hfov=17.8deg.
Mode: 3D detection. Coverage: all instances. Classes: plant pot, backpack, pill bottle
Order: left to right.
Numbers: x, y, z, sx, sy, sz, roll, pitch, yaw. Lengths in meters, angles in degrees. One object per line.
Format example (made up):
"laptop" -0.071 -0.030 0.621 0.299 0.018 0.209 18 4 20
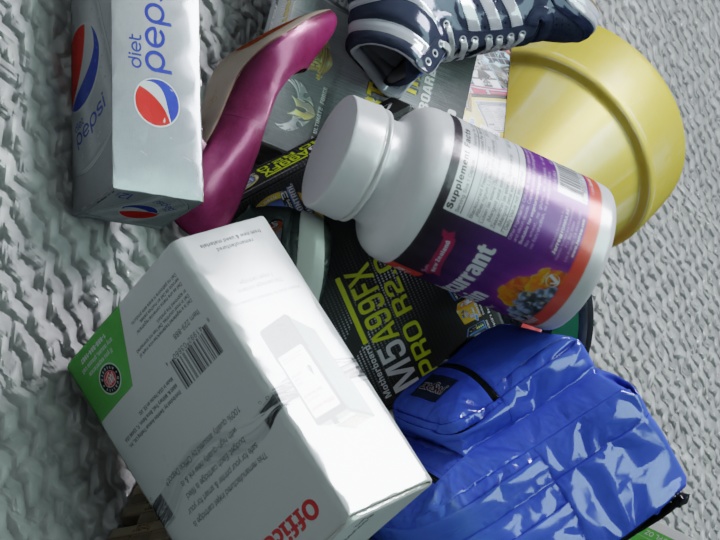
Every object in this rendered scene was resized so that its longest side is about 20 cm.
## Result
"pill bottle" 0.065 -0.044 1.574 0.199 0.111 0.112 23 53 -17
"backpack" 0.092 0.145 1.618 0.200 0.162 0.168 -37 102 -17
"plant pot" 0.140 -0.081 1.905 0.189 0.200 0.202 -43 118 -40

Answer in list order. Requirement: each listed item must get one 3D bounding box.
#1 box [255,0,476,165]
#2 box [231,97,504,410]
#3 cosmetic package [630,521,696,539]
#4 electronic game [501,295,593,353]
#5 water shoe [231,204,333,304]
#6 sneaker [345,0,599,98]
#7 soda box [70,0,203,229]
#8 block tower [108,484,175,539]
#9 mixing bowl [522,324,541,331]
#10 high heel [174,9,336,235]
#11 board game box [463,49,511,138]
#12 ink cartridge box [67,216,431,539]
"box" 0.005 -0.154 1.704 0.158 0.048 0.201 22 71 -24
"box" 0.000 0.000 1.649 0.201 0.160 0.044 67 -13 -20
"cosmetic package" 0.204 0.303 1.848 0.200 0.107 0.085 -54 142 -18
"electronic game" 0.088 0.024 1.741 0.042 0.199 0.201 -21 98 -53
"water shoe" -0.072 0.054 1.584 0.072 0.078 0.201 -68 170 -86
"sneaker" 0.078 -0.172 1.677 0.199 0.070 0.109 15 68 -18
"soda box" -0.147 -0.133 1.496 0.068 0.063 0.201 8 70 -31
"block tower" -0.121 0.171 1.457 0.058 0.054 0.200 60 33 -29
"mixing bowl" 0.123 0.109 1.870 0.200 0.108 0.201 30 55 -54
"high heel" -0.071 -0.103 1.598 0.200 0.067 0.096 -39 104 -28
"board game box" 0.026 -0.177 1.788 0.199 0.035 0.136 24 55 -23
"ink cartridge box" -0.070 0.093 1.397 0.084 0.146 0.201 -18 69 -47
